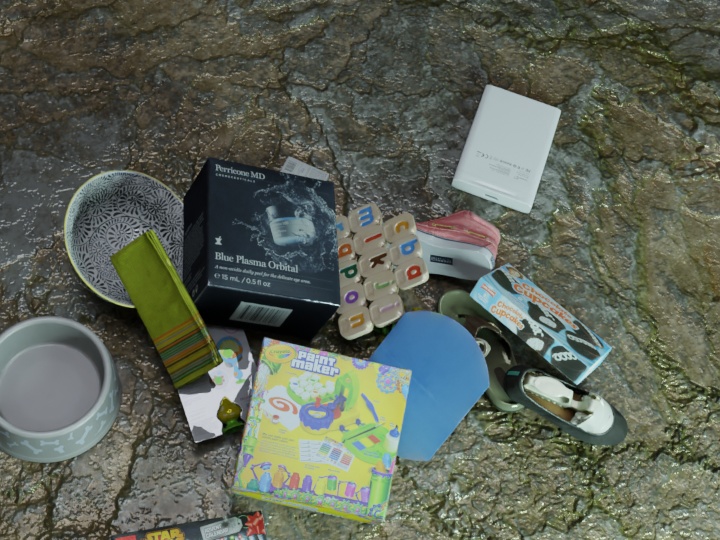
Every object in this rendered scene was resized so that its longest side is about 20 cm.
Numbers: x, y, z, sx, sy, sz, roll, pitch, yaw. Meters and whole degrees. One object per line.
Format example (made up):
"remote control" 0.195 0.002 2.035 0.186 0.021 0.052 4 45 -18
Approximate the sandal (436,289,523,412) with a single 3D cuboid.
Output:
"sandal" 0.182 0.106 1.728 0.079 0.058 0.202 -24 66 -20

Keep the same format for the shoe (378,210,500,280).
"shoe" 0.110 -0.046 1.805 0.197 0.072 0.091 12 38 11

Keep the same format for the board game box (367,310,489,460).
"board game box" 0.086 0.157 1.665 0.158 0.039 0.201 42 100 21

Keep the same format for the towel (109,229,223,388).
"towel" -0.261 0.053 1.604 0.202 0.085 0.018 62 26 2

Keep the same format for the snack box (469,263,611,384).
"snack box" 0.260 0.073 1.736 0.199 0.037 0.116 40 25 15

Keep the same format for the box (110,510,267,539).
"box" -0.209 0.388 1.521 0.196 0.040 0.139 -8 61 -12

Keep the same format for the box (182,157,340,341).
"box" -0.139 -0.028 1.675 0.194 0.118 0.203 9 59 -23

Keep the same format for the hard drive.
"hard drive" 0.234 -0.196 1.928 0.130 0.027 0.202 19 60 4

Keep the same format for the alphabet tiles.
"alphabet tiles" 0.000 0.000 1.738 0.193 0.015 0.202 -23 55 13

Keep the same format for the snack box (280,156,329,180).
"snack box" -0.118 -0.079 1.812 0.071 0.024 0.202 23 60 5

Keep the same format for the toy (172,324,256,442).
"toy" -0.207 0.132 1.666 0.113 0.047 0.202 -15 68 -20

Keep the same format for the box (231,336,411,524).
"box" -0.053 0.210 1.568 0.197 0.122 0.196 13 75 -3

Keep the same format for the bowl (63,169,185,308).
"bowl" -0.335 -0.030 1.698 0.198 0.094 0.204 13 65 -29

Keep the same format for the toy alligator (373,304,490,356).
"toy alligator" 0.084 0.086 1.701 0.197 0.054 0.060 14 93 20

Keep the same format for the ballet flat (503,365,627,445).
"ballet flat" 0.290 0.189 1.670 0.197 0.068 0.069 23 71 -7

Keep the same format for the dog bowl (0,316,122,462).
"dog bowl" -0.420 0.152 1.618 0.196 0.059 0.203 4 59 -6
